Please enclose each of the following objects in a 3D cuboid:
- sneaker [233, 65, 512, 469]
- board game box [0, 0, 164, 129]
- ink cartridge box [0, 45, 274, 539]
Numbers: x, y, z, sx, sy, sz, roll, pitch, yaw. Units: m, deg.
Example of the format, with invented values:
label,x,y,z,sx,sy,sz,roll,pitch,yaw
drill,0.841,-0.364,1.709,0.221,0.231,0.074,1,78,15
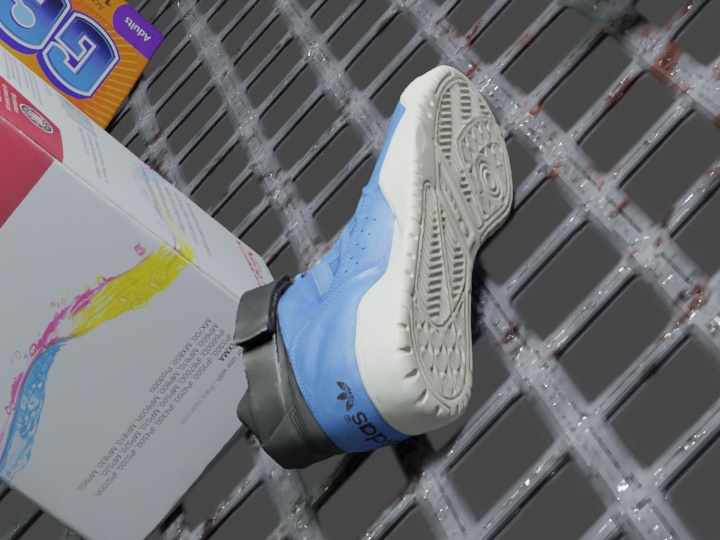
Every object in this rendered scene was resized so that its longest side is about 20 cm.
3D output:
label,x,y,z,sx,sy,sz,roll,pitch,yaw
sneaker,-0.001,-0.001,0.919,0.111,0.077,0.201,-23,40,32
board game box,-0.309,-0.142,1.570,0.199,0.200,0.201,-16,39,56
ink cartridge box,-0.150,0.012,1.025,0.145,0.200,0.145,-49,21,7
